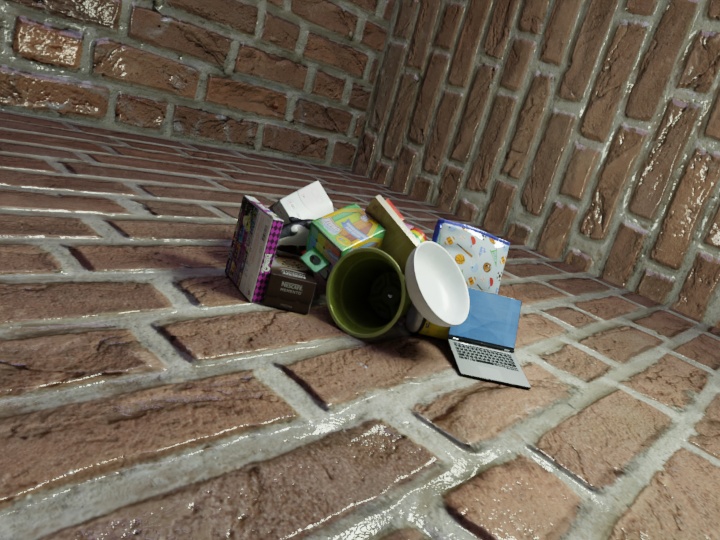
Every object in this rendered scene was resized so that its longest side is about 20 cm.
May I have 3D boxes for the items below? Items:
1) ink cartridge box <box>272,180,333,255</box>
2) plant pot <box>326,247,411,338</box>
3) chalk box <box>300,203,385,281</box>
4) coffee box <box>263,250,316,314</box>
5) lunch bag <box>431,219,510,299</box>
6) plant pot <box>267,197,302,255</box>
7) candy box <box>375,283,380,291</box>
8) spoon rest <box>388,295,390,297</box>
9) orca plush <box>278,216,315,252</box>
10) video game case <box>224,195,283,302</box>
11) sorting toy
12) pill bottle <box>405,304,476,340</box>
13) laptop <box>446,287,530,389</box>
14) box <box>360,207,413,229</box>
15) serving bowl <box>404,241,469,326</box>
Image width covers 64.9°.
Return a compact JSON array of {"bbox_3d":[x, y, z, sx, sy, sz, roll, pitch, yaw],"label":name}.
[{"bbox_3d":[-0.123,-0.124,1.532,0.162,0.057,0.202,-35,90,-44],"label":"ink cartridge box"},{"bbox_3d":[0.045,0.056,1.365,0.197,0.204,0.189,24,6,23],"label":"plant pot"},{"bbox_3d":[-0.056,-0.058,1.396,0.198,0.125,0.124,-28,59,-39],"label":"chalk box"},{"bbox_3d":[-0.177,0.023,1.388,0.110,0.082,0.200,14,16,-14],"label":"coffee box"},{"bbox_3d":[0.257,-0.022,1.440,0.196,0.174,0.123,17,-8,-24],"label":"lunch bag"},{"bbox_3d":[-0.238,-0.086,1.552,0.184,0.191,0.199,23,28,21],"label":"plant pot"},{"bbox_3d":[0.000,0.000,1.556,0.198,0.055,0.117,18,39,-45],"label":"candy box"},{"bbox_3d":[0.160,0.095,1.525,0.195,0.101,0.061,11,45,19],"label":"spoon rest"},{"bbox_3d":[-0.173,-0.099,1.443,0.196,0.106,0.072,-22,59,-12],"label":"orca plush"},{"bbox_3d":[-0.256,-0.053,1.338,0.035,0.205,0.181,6,18,-37],"label":"video game case"},{"bbox_3d":[0.078,-0.071,1.469,0.069,0.200,0.200,-34,80,-39],"label":"sorting toy"},{"bbox_3d":[0.222,0.119,1.431,0.195,0.115,0.113,14,16,-11],"label":"pill bottle"},{"bbox_3d":[0.312,0.155,1.337,0.183,0.118,0.201,13,28,-14],"label":"laptop"},{"bbox_3d":[0.049,-0.082,1.802,0.196,0.180,0.097,19,15,8],"label":"box"},{"bbox_3d":[0.165,0.038,1.297,0.198,0.065,0.204,27,50,-36],"label":"serving bowl"}]
